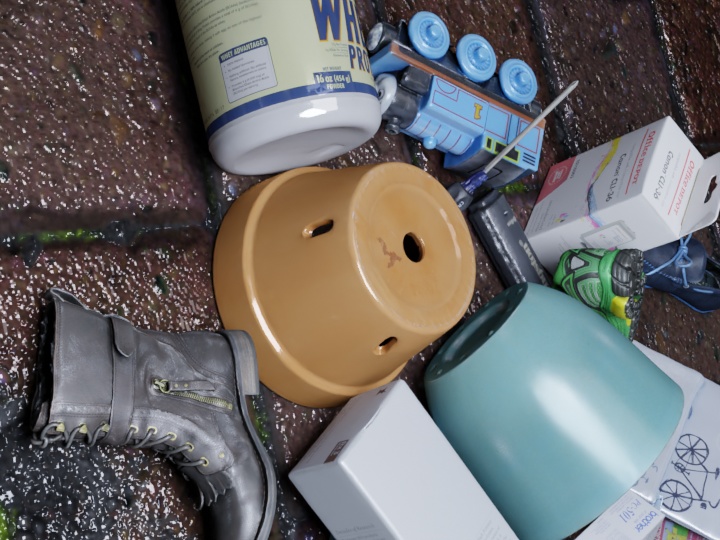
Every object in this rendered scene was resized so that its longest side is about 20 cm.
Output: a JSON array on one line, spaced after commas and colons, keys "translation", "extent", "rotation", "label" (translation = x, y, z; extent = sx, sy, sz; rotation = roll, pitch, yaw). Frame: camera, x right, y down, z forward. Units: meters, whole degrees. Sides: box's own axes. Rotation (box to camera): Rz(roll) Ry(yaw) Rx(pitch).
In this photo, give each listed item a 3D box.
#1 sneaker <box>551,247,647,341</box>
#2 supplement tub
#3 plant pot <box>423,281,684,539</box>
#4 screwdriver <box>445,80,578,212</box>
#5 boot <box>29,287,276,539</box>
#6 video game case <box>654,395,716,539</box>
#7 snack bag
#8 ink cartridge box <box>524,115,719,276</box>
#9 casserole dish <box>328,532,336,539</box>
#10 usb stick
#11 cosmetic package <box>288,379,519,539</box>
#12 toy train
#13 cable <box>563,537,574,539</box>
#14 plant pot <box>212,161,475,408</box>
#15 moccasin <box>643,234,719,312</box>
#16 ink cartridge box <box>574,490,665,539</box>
[{"translation": [0.235, 0.021, 1.222], "extent": [0.200, 0.084, 0.079], "rotation": [57, 48, -64], "label": "sneaker"}, {"translation": [-0.071, -0.193, 1.004], "extent": [0.144, 0.144, 0.203], "rotation": [-7, 81, -43], "label": "supplement tub"}, {"translation": [0.150, 0.110, 1.074], "extent": [0.161, 0.200, 0.201], "rotation": [46, 49, -6], "label": "plant pot"}, {"translation": [0.128, -0.099, 1.134], "extent": [0.029, 0.199, 0.028], "rotation": [49, 15, -5], "label": "screwdriver"}, {"translation": [-0.153, 0.117, 0.883], "extent": [0.172, 0.069, 0.203], "rotation": [8, 63, -38], "label": "boot"}, {"translation": [0.338, 0.217, 1.249], "extent": [0.180, 0.023, 0.202], "rotation": [20, 55, 4], "label": "video game case"}, {"translation": [0.317, 0.168, 1.245], "extent": [0.198, 0.022, 0.189], "rotation": [28, 50, 11], "label": "snack bag"}, {"translation": [0.265, -0.076, 1.232], "extent": [0.067, 0.199, 0.117], "rotation": [43, 51, -22], "label": "ink cartridge box"}, {"translation": [0.023, 0.225, 1.017], "extent": [0.121, 0.039, 0.202], "rotation": [35, 55, -29], "label": "casserole dish"}, {"translation": [0.168, 0.015, 1.227], "extent": [0.055, 0.032, 0.202], "rotation": [-37, 100, -47], "label": "usb stick"}, {"translation": [0.044, 0.198, 0.971], "extent": [0.201, 0.074, 0.102], "rotation": [54, 47, -11], "label": "cosmetic package"}, {"translation": [0.087, -0.160, 1.171], "extent": [0.198, 0.086, 0.116], "rotation": [22, 66, -26], "label": "toy train"}, {"translation": [0.256, 0.323, 1.186], "extent": [0.097, 0.050, 0.201], "rotation": [-42, 105, -40], "label": "cable"}, {"translation": [0.000, 0.000, 1.006], "extent": [0.198, 0.139, 0.203], "rotation": [17, 65, -39], "label": "plant pot"}, {"translation": [0.360, -0.015, 1.388], "extent": [0.198, 0.068, 0.082], "rotation": [19, 63, -36], "label": "moccasin"}, {"translation": [0.185, 0.279, 1.075], "extent": [0.044, 0.095, 0.199], "rotation": [34, 42, 27], "label": "ink cartridge box"}]
